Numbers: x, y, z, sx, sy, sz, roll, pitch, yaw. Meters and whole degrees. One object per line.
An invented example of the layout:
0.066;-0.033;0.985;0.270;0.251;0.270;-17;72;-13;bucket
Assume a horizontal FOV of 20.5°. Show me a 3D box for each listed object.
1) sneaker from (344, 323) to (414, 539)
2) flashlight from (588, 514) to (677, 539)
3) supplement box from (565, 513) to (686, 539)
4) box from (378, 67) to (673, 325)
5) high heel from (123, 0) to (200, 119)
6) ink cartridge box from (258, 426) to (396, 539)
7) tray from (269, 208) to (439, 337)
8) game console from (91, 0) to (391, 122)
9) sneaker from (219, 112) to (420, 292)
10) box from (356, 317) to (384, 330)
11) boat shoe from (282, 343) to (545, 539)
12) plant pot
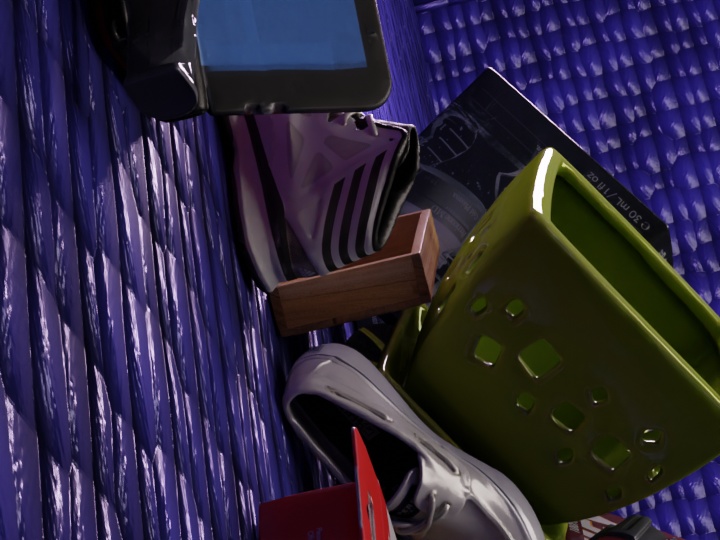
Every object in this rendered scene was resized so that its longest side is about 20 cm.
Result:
0.037;0.140;1.512;0.076;0.075;0.201;63;17;-62;sneaker
0.127;0.220;1.213;0.200;0.068;0.068;-32;125;-48;flashlight
0.156;0.282;1.395;0.133;0.199;0.198;-84;-166;-73;supplement box
0.108;-0.013;1.562;0.200;0.197;0.124;44;-4;19;box
-0.104;-0.176;0.807;0.200;0.071;0.143;73;10;-50;high heel
-0.006;0.192;1.015;0.116;0.067;0.200;-96;171;-54;ink cartridge box
0.000;0.000;1.330;0.200;0.098;0.037;-71;147;-79;tray
-0.068;-0.186;0.983;0.172;0.118;0.201;59;19;-73;game console
-0.024;-0.090;1.208;0.076;0.115;0.201;63;15;-67;sneaker
0.035;0.061;1.776;0.200;0.051;0.158;-2;79;-84;box
0.031;0.129;1.210;0.200;0.072;0.066;48;26;-8;boat shoe
0.123;0.062;1.318;0.200;0.181;0.199;46;18;-6;plant pot
